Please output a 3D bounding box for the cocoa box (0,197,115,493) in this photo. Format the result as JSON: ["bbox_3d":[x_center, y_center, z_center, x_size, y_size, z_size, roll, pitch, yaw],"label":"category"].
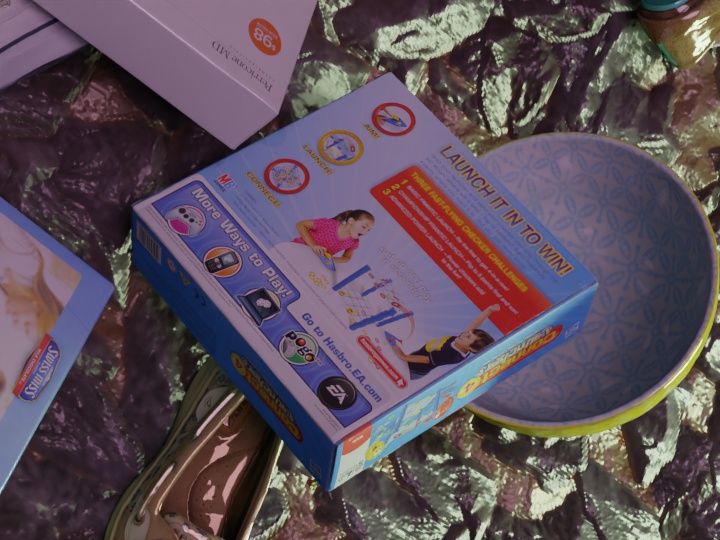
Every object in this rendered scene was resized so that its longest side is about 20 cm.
[{"bbox_3d":[-0.242,0.062,0.955,0.133,0.131,0.200,39,50,-18],"label":"cocoa box"}]

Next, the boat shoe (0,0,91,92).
[{"bbox_3d":[-0.221,-0.128,1.053,0.200,0.074,0.067,-34,99,-38],"label":"boat shoe"}]

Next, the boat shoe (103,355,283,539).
[{"bbox_3d":[-0.095,0.135,1.106,0.073,0.063,0.200,27,77,-25],"label":"boat shoe"}]

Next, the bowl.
[{"bbox_3d":[0.132,0.022,1.194,0.200,0.200,0.108,-65,157,-15],"label":"bowl"}]

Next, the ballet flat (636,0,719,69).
[{"bbox_3d":[0.275,-0.210,1.321,0.200,0.068,0.072,-43,127,-22],"label":"ballet flat"}]

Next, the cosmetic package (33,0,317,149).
[{"bbox_3d":[-0.118,-0.186,1.080,0.200,0.052,0.151,36,47,-22],"label":"cosmetic package"}]

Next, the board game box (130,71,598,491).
[{"bbox_3d":[0.000,0.000,1.104,0.196,0.056,0.200,-29,62,-25],"label":"board game box"}]
